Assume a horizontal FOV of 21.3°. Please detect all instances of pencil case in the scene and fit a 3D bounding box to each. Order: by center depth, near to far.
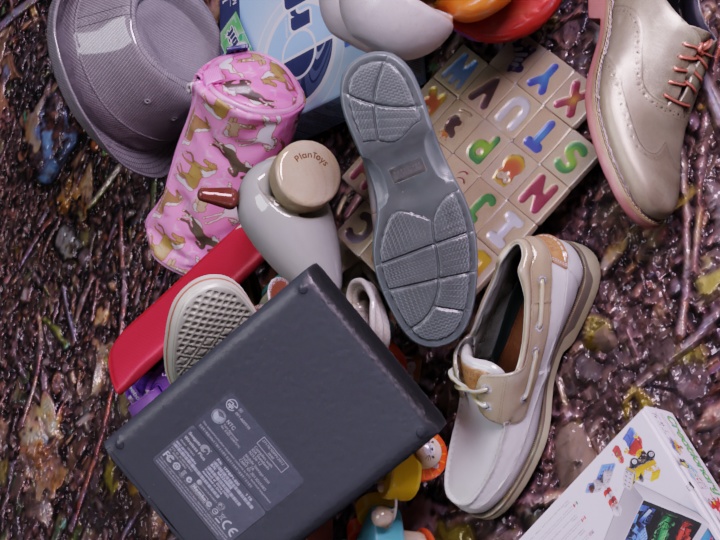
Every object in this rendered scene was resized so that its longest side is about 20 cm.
[{"bbox_3d":[-0.110,-0.080,1.511,0.086,0.083,0.200,42,136,19],"label":"pencil case"}]

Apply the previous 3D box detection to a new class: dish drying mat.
[{"bbox_3d":[-0.121,0.012,1.485,0.200,0.018,0.077,-42,24,8],"label":"dish drying mat"}]

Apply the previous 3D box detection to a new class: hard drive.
[{"bbox_3d":[-0.060,0.110,1.295,0.200,0.033,0.140,-40,90,20],"label":"hard drive"}]

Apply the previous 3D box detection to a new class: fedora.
[{"bbox_3d":[-0.168,-0.175,1.581,0.090,0.200,0.178,-13,58,27],"label":"fedora"}]

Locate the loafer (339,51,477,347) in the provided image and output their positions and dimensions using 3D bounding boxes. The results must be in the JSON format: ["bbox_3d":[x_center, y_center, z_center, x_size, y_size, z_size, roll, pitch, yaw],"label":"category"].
[{"bbox_3d":[0.037,-0.050,1.292,0.071,0.063,0.201,-13,95,7],"label":"loafer"}]

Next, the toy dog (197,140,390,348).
[{"bbox_3d":[-0.057,0.001,1.357,0.132,0.096,0.201,110,147,-58],"label":"toy dog"}]

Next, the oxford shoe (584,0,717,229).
[{"bbox_3d":[0.193,-0.128,1.240,0.075,0.070,0.201,-16,69,39],"label":"oxford shoe"}]

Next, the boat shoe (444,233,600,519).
[{"bbox_3d":[0.093,0.070,1.296,0.075,0.068,0.201,24,98,49],"label":"boat shoe"}]

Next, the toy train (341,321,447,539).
[{"bbox_3d":[0.024,0.142,1.372,0.150,0.055,0.201,-145,61,-74],"label":"toy train"}]

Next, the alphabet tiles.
[{"bbox_3d":[0.075,-0.074,1.349,0.200,0.006,0.166,-48,49,2],"label":"alphabet tiles"}]

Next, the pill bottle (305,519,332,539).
[{"bbox_3d":[-0.076,0.232,1.399,0.112,0.112,0.201,3,93,48],"label":"pill bottle"}]

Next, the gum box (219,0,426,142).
[{"bbox_3d":[-0.035,-0.199,1.531,0.199,0.044,0.171,-22,65,43],"label":"gum box"}]

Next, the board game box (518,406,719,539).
[{"bbox_3d":[0.156,0.200,1.216,0.200,0.034,0.127,-51,46,27],"label":"board game box"}]

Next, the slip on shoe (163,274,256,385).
[{"bbox_3d":[-0.109,0.057,1.368,0.061,0.074,0.200,60,168,27],"label":"slip on shoe"}]

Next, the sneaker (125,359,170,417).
[{"bbox_3d":[-0.148,0.118,1.539,0.080,0.088,0.201,-29,60,38],"label":"sneaker"}]

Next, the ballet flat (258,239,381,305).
[{"bbox_3d":[0.000,0.000,1.427,0.200,0.069,0.070,-38,54,35],"label":"ballet flat"}]

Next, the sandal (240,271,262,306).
[{"bbox_3d":[-0.099,0.088,1.493,0.054,0.080,0.201,0,80,3],"label":"sandal"}]

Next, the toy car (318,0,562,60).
[{"bbox_3d":[0.070,-0.221,1.339,0.176,0.149,0.200,-64,13,2],"label":"toy car"}]
